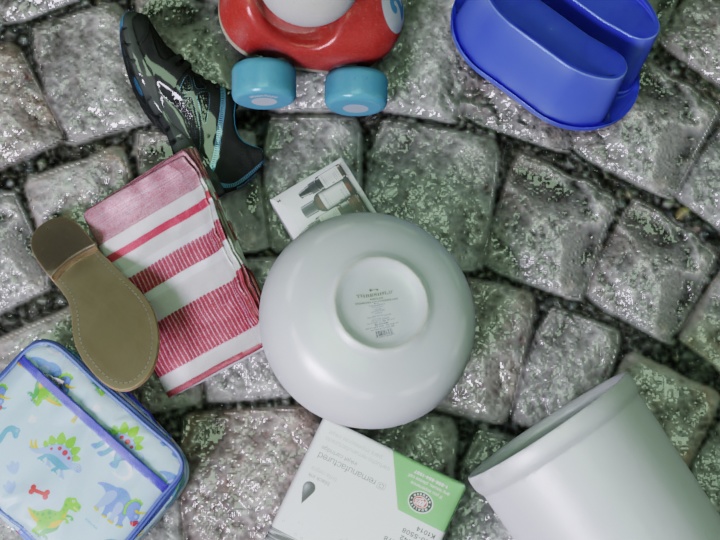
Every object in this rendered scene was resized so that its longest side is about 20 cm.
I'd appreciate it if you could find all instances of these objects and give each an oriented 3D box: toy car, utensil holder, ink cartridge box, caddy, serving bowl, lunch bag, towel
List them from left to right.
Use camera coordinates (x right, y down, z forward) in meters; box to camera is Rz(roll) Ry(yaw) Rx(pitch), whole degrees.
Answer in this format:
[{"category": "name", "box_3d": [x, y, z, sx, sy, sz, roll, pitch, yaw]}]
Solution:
[{"category": "lunch bag", "box_3d": [-0.267, 0.170, 1.209, 0.200, 0.082, 0.161, 42, 82, 5]}, {"category": "towel", "box_3d": [-0.171, 0.004, 1.226, 0.144, 0.023, 0.200, -29, 83, 28]}, {"category": "toy car", "box_3d": [-0.032, -0.258, 1.192, 0.177, 0.200, 0.184, 3, 80, -13]}, {"category": "ink cartridge box", "box_3d": [-0.011, 0.254, 1.187, 0.146, 0.084, 0.200, 25, 83, 5]}, {"category": "serving bowl", "box_3d": [0.012, 0.037, 1.165, 0.200, 0.066, 0.200, 3, 74, -11]}, {"category": "caddy", "box_3d": [0.182, -0.221, 1.245, 0.200, 0.105, 0.141, 38, 62, 7]}, {"category": "utensil holder", "box_3d": [0.220, 0.217, 1.149, 0.170, 0.170, 0.200, -34, 85, -4]}]

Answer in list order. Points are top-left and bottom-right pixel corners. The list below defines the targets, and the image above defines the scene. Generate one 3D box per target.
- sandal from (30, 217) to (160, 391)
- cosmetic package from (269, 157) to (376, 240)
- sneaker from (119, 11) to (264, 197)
[{"category": "sandal", "box_3d": [-0.240, 0.041, 1.237, 0.078, 0.070, 0.212, -32, 59, -10]}, {"category": "cosmetic package", "box_3d": [0.000, 0.000, 1.241, 0.083, 0.051, 0.200, -32, 82, -2]}, {"category": "sneaker", "box_3d": [-0.166, -0.164, 1.265, 0.082, 0.073, 0.200, -28, 91, -11]}]
